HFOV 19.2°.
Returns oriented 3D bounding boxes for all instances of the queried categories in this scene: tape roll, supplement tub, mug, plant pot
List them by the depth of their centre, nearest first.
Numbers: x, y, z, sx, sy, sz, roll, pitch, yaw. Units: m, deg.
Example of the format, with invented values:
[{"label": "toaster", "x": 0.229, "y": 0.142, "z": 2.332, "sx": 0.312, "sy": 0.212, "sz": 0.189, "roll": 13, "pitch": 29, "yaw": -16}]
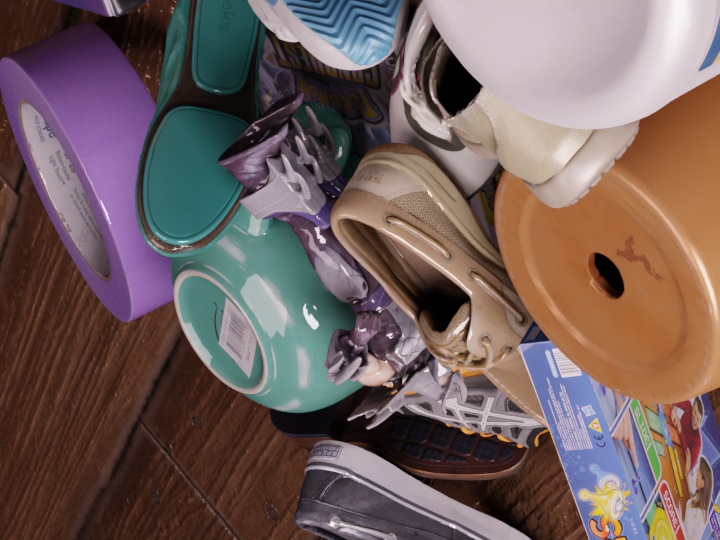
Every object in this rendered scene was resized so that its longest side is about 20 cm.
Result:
[{"label": "supplement tub", "x": 0.130, "y": -0.153, "z": 0.844, "sx": 0.144, "sy": 0.200, "sz": 0.145, "roll": 26, "pitch": 130, "yaw": 36}, {"label": "plant pot", "x": 0.157, "y": -0.031, "z": 1.003, "sx": 0.200, "sy": 0.140, "sz": 0.201, "roll": 37, "pitch": 145, "yaw": 31}, {"label": "mug", "x": -0.051, "y": -0.004, "z": 1.300, "sx": 0.152, "sy": 0.114, "sz": 0.186, "roll": 1, "pitch": 120, "yaw": 55}, {"label": "tape roll", "x": -0.177, "y": -0.067, "z": 1.468, "sx": 0.200, "sy": 0.065, "sz": 0.200, "roll": 55, "pitch": 162, "yaw": 28}]

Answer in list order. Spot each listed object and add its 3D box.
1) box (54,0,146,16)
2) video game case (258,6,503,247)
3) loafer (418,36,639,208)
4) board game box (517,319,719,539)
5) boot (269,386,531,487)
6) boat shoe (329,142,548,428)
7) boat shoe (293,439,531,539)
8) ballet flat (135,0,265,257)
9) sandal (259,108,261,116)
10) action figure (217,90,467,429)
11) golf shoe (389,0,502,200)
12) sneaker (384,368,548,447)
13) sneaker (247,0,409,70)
[{"label": "box", "x": -0.149, "y": -0.214, "z": 0.951, "sx": 0.200, "sy": 0.104, "sz": 0.148, "roll": 19, "pitch": 135, "yaw": 46}, {"label": "video game case", "x": 0.009, "y": -0.079, "z": 1.279, "sx": 0.200, "sy": 0.025, "sz": 0.181, "roll": 17, "pitch": 133, "yaw": 47}, {"label": "loafer", "x": 0.065, "y": -0.089, "z": 0.943, "sx": 0.068, "sy": 0.076, "sz": 0.200, "roll": 43, "pitch": -178, "yaw": -20}, {"label": "board game box", "x": 0.150, "y": 0.088, "z": 1.135, "sx": 0.034, "sy": 0.135, "sz": 0.201, "roll": -8, "pitch": 114, "yaw": 29}, {"label": "boot", "x": 0.043, "y": 0.116, "z": 1.408, "sx": 0.199, "sy": 0.075, "sz": 0.097, "roll": 10, "pitch": 154, "yaw": 38}, {"label": "boat shoe", "x": 0.057, "y": 0.024, "z": 1.146, "sx": 0.200, "sy": 0.065, "sz": 0.071, "roll": 46, "pitch": 139, "yaw": -13}, {"label": "boat shoe", "x": 0.042, "y": 0.181, "z": 1.365, "sx": 0.200, "sy": 0.068, "sz": 0.072, "roll": 32, "pitch": 154, "yaw": -29}, {"label": "ballet flat", "x": -0.091, "y": -0.085, "z": 1.242, "sx": 0.067, "sy": 0.201, "sz": 0.070, "roll": 13, "pitch": 153, "yaw": -8}, {"label": "sandal", "x": -0.088, "y": -0.055, "z": 1.421, "sx": 0.075, "sy": 0.045, "sz": 0.201, "roll": 21, "pitch": 136, "yaw": 46}, {"label": "action figure", "x": 0.000, "y": 0.000, "z": 1.185, "sx": 0.069, "sy": 0.130, "sz": 0.200, "roll": -26, "pitch": 108, "yaw": 34}, {"label": "golf shoe", "x": 0.044, "y": -0.101, "z": 1.119, "sx": 0.077, "sy": 0.088, "sz": 0.200, "roll": 27, "pitch": 137, "yaw": 13}, {"label": "sneaker", "x": 0.083, "y": 0.071, "z": 1.274, "sx": 0.200, "sy": 0.078, "sz": 0.077, "roll": -11, "pitch": 116, "yaw": 57}, {"label": "sneaker", "x": -0.022, "y": -0.160, "z": 1.168, "sx": 0.200, "sy": 0.076, "sz": 0.081, "roll": -120, "pitch": 15, "yaw": -50}]
